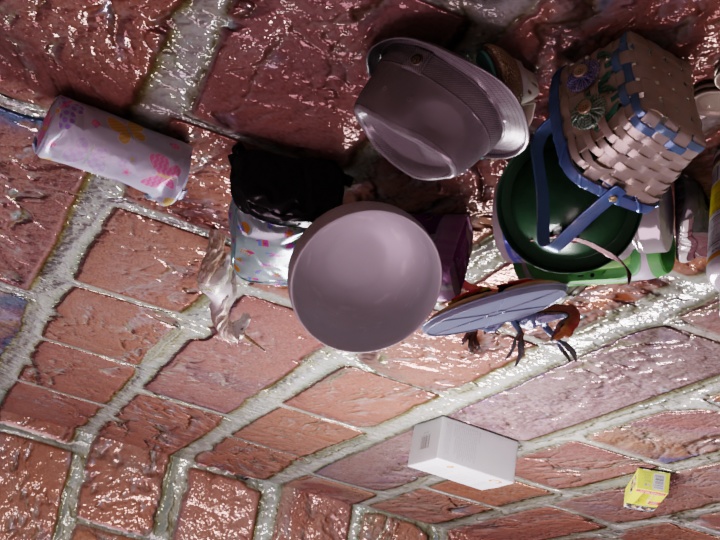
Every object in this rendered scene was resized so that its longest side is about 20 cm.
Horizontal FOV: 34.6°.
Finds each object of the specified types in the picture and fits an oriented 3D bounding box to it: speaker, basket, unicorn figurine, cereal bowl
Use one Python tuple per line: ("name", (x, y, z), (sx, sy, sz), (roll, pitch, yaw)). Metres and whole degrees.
("speaker", (0.303, -0.026, 1.511), (0.200, 0.089, 0.088), (-4, 153, 32))
("basket", (0.246, -0.134, 1.185), (0.139, 0.177, 0.200), (19, 137, -22))
("unicorn figurine", (-0.210, 0.025, 1.792), (0.074, 0.138, 0.200), (-1, 154, 25))
("cereal bowl", (0.000, 0.000, 1.473), (0.200, 0.200, 0.083), (21, -162, -22))

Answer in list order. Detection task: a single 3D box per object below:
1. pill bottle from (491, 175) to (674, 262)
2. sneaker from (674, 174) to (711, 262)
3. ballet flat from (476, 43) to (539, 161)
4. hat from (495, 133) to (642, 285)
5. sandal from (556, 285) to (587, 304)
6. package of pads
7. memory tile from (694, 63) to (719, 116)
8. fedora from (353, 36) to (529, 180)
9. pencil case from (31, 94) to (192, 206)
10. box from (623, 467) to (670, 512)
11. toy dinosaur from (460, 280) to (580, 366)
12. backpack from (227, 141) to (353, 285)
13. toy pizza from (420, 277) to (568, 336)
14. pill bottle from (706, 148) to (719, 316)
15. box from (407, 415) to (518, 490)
("pill bottle", (0.270, -0.067, 1.397), (0.200, 0.114, 0.114), (-1, 154, 27))
("sneaker", (0.438, -0.065, 1.395), (0.115, 0.076, 0.200), (-1, 165, 15))
("ballet flat", (0.159, -0.187, 1.253), (0.065, 0.071, 0.200), (-17, 159, -5))
("hat", (0.214, -0.073, 1.260), (0.200, 0.166, 0.176), (1, -177, 26))
("sandal", (0.283, 0.013, 1.648), (0.057, 0.080, 0.201), (46, 154, 1))
("package of pads", (0.049, -0.022, 1.588), (0.200, 0.121, 0.076), (2, 135, 21))
("memory tile", (0.435, -0.193, 1.155), (0.153, 0.017, 0.200), (15, 157, -9))
("fedora", (0.070, -0.156, 1.221), (0.200, 0.090, 0.177), (30, 161, 23))
("pencil case", (-0.316, -0.154, 1.495), (0.200, 0.083, 0.091), (22, 133, -22))
("box", (0.645, 0.497, 2.612), (0.075, 0.050, 0.200), (9, 157, 6))
("toy dinosaur", (0.222, 0.063, 1.631), (0.181, 0.200, 0.105), (-30, 178, 44))
("backpack", (-0.111, -0.067, 1.541), (0.166, 0.127, 0.200), (15, 152, -4))
("toy pizza", (0.173, 0.043, 1.518), (0.200, 0.032, 0.200), (-14, 167, -3))
("pill bottle", (0.438, -0.040, 1.270), (0.109, 0.200, 0.109), (9, 157, 4))
("box", (0.223, 0.398, 2.513), (0.200, 0.098, 0.124), (22, 154, -22))
